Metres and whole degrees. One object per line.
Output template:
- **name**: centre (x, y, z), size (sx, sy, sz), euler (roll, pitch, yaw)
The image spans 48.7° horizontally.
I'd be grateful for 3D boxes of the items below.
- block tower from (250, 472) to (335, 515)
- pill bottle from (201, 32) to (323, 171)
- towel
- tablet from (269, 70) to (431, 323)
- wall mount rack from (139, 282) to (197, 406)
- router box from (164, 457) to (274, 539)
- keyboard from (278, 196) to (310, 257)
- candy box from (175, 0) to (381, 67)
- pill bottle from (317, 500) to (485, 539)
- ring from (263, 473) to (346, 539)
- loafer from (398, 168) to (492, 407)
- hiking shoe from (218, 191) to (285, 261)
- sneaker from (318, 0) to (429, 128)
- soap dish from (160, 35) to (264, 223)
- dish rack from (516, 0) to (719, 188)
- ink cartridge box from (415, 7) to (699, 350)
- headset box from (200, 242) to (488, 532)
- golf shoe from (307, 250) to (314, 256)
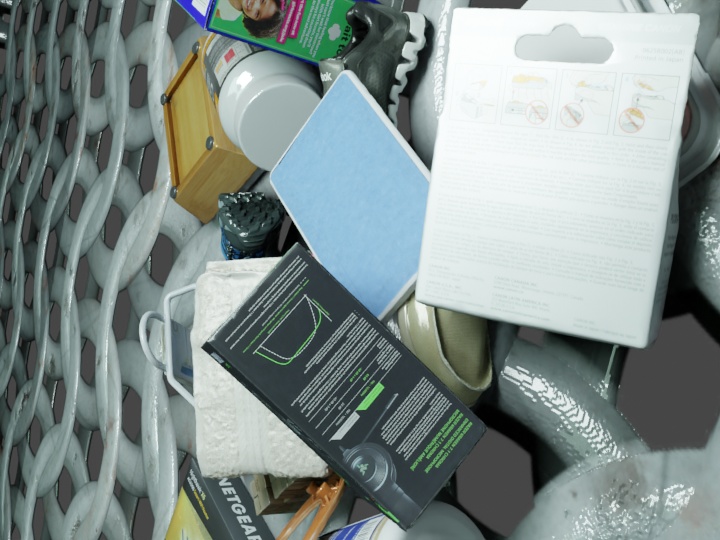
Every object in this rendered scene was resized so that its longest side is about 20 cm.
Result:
- **block tower**: centre (-0.042, 0.174, 0.780), size (0.200, 0.057, 0.054), euler (-47, 49, 37)
- **pill bottle**: centre (-0.102, -0.192, 0.854), size (0.117, 0.115, 0.201), euler (-63, 30, 25)
- **towel**: centre (-0.089, 0.088, 0.725), size (0.131, 0.034, 0.203), euler (-5, 85, 19)
- **tablet**: centre (-0.002, -0.061, 0.663), size (0.130, 0.014, 0.201), euler (-50, 54, 25)
- **wall mount rack**: centre (-0.162, 0.117, 0.888), size (0.074, 0.200, 0.176), euler (-18, 63, 14)
- **router box**: centre (-0.162, 0.341, 0.918), size (0.200, 0.052, 0.159), euler (43, 118, 48)
- **keyboard**: centre (-0.043, -0.097, 0.860), size (0.127, 0.020, 0.202), euler (46, 119, 46)
- **candy box**: centre (-0.080, -0.268, 0.789), size (0.169, 0.198, 0.078), euler (50, 124, 47)
- **pill bottle**: centre (0.008, 0.263, 0.645), size (0.200, 0.115, 0.117), euler (-37, 56, 47)
- **ring**: centre (-0.078, 0.256, 0.705), size (0.019, 0.201, 0.201), euler (39, 125, 1)
- **loafer**: centre (0.073, 0.006, 0.633), size (0.068, 0.075, 0.203), euler (-23, 69, 43)
- **hiking shoe**: centre (-0.122, -0.037, 0.899), size (0.200, 0.073, 0.088), euler (-130, 37, -74)
- **sneaker**: centre (-0.006, -0.155, 0.737), size (0.066, 0.090, 0.202), euler (16, 89, 63)
- **soap dish**: centre (-0.192, -0.187, 1.028), size (0.157, 0.081, 0.202), euler (-38, 56, 44)
- **dish rack**: centre (0.151, -0.124, 0.578), size (0.172, 0.043, 0.202), euler (-43, 51, 42)
- **ink cartridge box**: centre (0.128, -0.062, 0.526), size (0.161, 0.057, 0.203), euler (11, 95, 27)
- **headset box**: centre (-0.018, 0.091, 0.608), size (0.093, 0.200, 0.174), euler (-47, 5, -13)
- **golf shoe**: centre (0.000, 0.000, 0.750), size (0.200, 0.072, 0.093), euler (-42, 68, 51)
